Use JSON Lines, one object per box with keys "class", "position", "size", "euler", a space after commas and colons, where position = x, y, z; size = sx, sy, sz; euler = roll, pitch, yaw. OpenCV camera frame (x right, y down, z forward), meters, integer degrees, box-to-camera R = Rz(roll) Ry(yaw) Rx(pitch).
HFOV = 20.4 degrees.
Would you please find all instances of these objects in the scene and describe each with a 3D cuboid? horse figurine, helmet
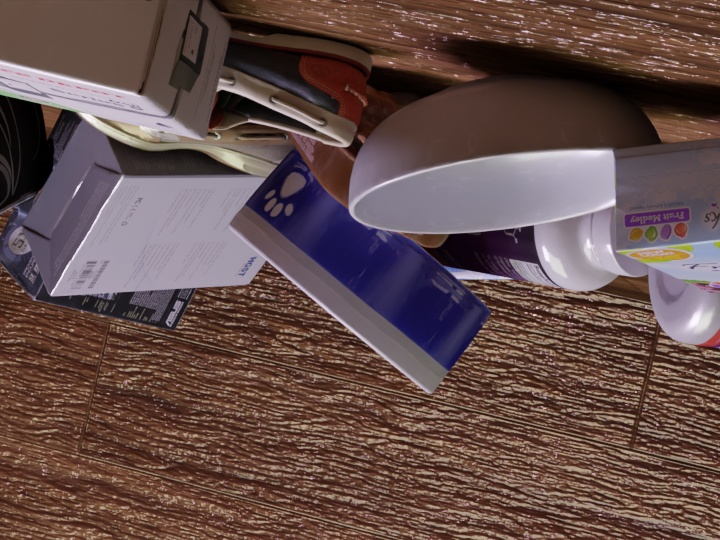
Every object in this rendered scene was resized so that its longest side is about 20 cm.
{"class": "horse figurine", "position": [0.041, -0.101, 1.402], "size": [0.199, 0.050, 0.132], "euler": [7, -165, -45]}
{"class": "helmet", "position": [-0.361, -0.120, 1.628], "size": [0.199, 0.192, 0.200], "euler": [-24, -173, 3]}

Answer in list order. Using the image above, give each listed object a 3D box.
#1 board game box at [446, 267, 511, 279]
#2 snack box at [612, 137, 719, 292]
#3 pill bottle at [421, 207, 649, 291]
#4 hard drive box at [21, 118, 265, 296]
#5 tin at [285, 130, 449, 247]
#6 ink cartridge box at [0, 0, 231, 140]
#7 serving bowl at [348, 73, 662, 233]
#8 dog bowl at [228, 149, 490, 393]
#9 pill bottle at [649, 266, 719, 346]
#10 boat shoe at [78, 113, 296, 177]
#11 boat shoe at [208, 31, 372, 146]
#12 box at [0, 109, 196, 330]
{"class": "board game box", "position": [0.145, -0.027, 1.683], "size": [0.198, 0.044, 0.200], "euler": [-1, -172, 27]}
{"class": "snack box", "position": [0.259, -0.033, 1.194], "size": [0.168, 0.068, 0.200], "euler": [-5, 169, 26]}
{"class": "pill bottle", "position": [0.132, -0.047, 1.494], "size": [0.199, 0.113, 0.112], "euler": [10, 176, 45]}
{"class": "hard drive box", "position": [-0.151, -0.058, 1.629], "size": [0.199, 0.077, 0.156], "euler": [-2, 144, -38]}
{"class": "tin", "position": [0.006, -0.079, 1.443], "size": [0.112, 0.042, 0.200], "euler": [28, -165, -28]}
{"class": "ink cartridge box", "position": [-0.169, -0.144, 1.202], "size": [0.145, 0.085, 0.200], "euler": [13, 178, 6]}
{"class": "serving bowl", "position": [0.089, -0.078, 1.243], "size": [0.199, 0.066, 0.200], "euler": [-5, 169, -1]}
{"class": "dog bowl", "position": [0.000, 0.000, 1.508], "size": [0.200, 0.079, 0.200], "euler": [39, 179, 1]}
{"class": "pill bottle", "position": [0.311, 0.005, 1.398], "size": [0.199, 0.113, 0.112], "euler": [8, 179, -16]}
{"class": "boat shoe", "position": [-0.126, -0.127, 1.525], "size": [0.200, 0.074, 0.063], "euler": [19, 140, -26]}
{"class": "boat shoe", "position": [-0.089, -0.124, 1.332], "size": [0.199, 0.063, 0.071], "euler": [8, 169, 19]}
{"class": "box", "position": [-0.198, -0.064, 1.745], "size": [0.163, 0.201, 0.086], "euler": [14, -160, -45]}
